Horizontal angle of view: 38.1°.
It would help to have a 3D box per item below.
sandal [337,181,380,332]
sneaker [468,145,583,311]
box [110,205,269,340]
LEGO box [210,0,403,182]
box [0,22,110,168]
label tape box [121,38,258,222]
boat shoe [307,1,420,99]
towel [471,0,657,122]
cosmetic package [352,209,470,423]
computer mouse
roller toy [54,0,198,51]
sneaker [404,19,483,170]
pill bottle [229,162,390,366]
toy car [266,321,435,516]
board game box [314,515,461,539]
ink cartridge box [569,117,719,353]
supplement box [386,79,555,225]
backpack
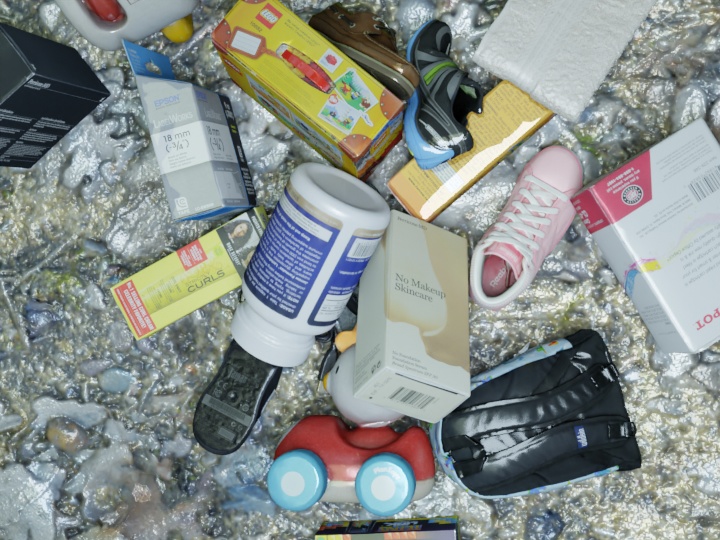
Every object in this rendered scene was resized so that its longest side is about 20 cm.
[{"bbox_3d":[-0.001,0.000,1.181,0.075,0.048,0.202,-9,91,9],"label":"sandal"},{"bbox_3d":[0.179,-0.043,1.122,0.075,0.105,0.201,30,97,8],"label":"sneaker"},{"bbox_3d":[-0.186,0.003,1.211,0.199,0.050,0.076,-27,90,10],"label":"box"},{"bbox_3d":[-0.053,-0.194,1.120,0.200,0.149,0.077,40,85,6],"label":"LEGO box"},{"bbox_3d":[-0.386,-0.189,1.156,0.141,0.200,0.079,-37,87,9],"label":"box"},{"bbox_3d":[-0.184,-0.158,1.153,0.063,0.144,0.201,-15,91,10],"label":"label tape box"},{"bbox_3d":[0.004,-0.243,1.110,0.068,0.072,0.200,-50,45,-3],"label":"boat shoe"},{"bbox_3d":[0.222,-0.262,1.098,0.132,0.035,0.201,33,72,7],"label":"towel"},{"bbox_3d":[0.055,0.046,1.090,0.105,0.201,0.071,19,141,-22],"label":"cosmetic package"},{"bbox_3d":[-0.103,0.129,1.211,0.140,0.046,0.201,19,85,12],"label":"computer mouse"},{"bbox_3d":[-0.261,-0.345,1.135,0.139,0.182,0.201,-23,89,9],"label":"roller toy"},{"bbox_3d":[0.091,-0.189,1.106,0.082,0.071,0.201,-11,49,15],"label":"sneaker"},{"bbox_3d":[-0.059,-0.004,1.115,0.115,0.116,0.201,31,111,6],"label":"pill bottle"},{"bbox_3d":[-0.005,0.147,1.129,0.175,0.184,0.202,1,87,10],"label":"toy car"},{"bbox_3d":[0.039,0.390,1.196,0.164,0.057,0.202,-5,93,11],"label":"board game box"},{"bbox_3d":[0.336,-0.033,1.090,0.147,0.086,0.201,-30,89,-8],"label":"ink cartridge box"},{"bbox_3d":[0.125,-0.136,1.144,0.200,0.067,0.069,-42,86,10],"label":"supplement box"},{"bbox_3d":[0.174,0.168,1.124,0.199,0.154,0.164,-22,94,-17],"label":"backpack"}]
